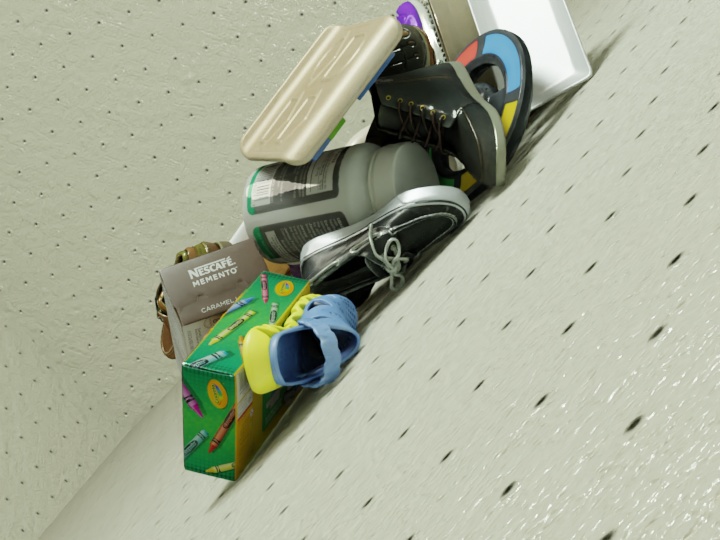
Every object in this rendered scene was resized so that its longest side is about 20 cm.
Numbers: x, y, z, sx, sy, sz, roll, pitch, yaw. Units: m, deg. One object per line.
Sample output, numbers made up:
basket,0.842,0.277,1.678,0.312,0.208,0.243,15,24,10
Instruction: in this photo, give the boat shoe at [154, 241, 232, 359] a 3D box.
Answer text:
boat shoe,-0.207,0.033,1.797,0.067,0.072,0.201,-2,-39,-29

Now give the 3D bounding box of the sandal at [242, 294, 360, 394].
sandal,-0.038,0.072,1.497,0.086,0.081,0.200,-4,14,20

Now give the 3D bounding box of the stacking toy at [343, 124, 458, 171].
stacking toy,0.042,-0.078,1.890,0.146,0.146,0.200,-47,-15,-17

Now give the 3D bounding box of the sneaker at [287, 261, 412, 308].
sneaker,0.000,0.000,1.762,0.076,0.088,0.199,-41,26,-31

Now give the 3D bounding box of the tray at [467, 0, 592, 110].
tray,0.187,-0.269,1.731,0.107,0.202,0.022,-28,-30,24

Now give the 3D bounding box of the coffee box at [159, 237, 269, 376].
coffee box,-0.151,0.065,1.734,0.113,0.080,0.201,-19,-31,-13

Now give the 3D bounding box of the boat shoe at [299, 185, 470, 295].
boat shoe,0.024,-0.021,1.582,0.197,0.074,0.069,-19,47,19

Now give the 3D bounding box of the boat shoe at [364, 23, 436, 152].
boat shoe,0.054,-0.172,1.724,0.074,0.075,0.203,-28,-52,-64

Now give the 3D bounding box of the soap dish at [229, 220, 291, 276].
soap dish,-0.138,0.022,1.896,0.201,0.081,0.158,-60,-1,43

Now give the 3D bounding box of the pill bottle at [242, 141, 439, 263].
pill bottle,-0.021,-0.075,1.682,0.198,0.114,0.113,-9,26,34

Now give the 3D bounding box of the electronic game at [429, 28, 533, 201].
electronic game,0.122,-0.165,1.686,0.200,0.041,0.202,-42,39,45

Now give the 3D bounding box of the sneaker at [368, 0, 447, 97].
sneaker,0.052,-0.243,1.847,0.098,0.070,0.202,-18,49,3

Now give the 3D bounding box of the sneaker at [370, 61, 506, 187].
sneaker,0.078,-0.141,1.591,0.105,0.076,0.201,-9,36,-12

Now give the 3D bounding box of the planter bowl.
planter bowl,0.169,-0.265,1.860,0.133,0.202,0.200,-19,7,4

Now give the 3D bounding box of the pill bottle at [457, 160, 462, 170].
pill bottle,0.067,-0.140,2.070,0.111,0.111,0.200,-48,4,-29

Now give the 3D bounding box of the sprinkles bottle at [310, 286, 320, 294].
sprinkles bottle,-0.092,0.099,1.685,0.200,0.068,0.068,-44,4,27

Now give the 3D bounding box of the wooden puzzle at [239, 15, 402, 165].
wooden puzzle,-0.037,-0.183,1.653,0.186,0.046,0.200,-54,21,-6

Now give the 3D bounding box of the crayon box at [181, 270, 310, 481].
crayon box,-0.109,0.100,1.534,0.200,0.058,0.120,-53,-30,-57
